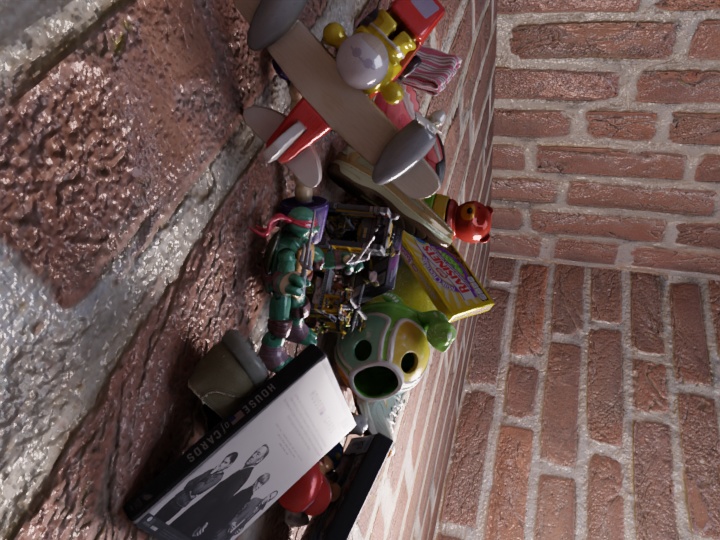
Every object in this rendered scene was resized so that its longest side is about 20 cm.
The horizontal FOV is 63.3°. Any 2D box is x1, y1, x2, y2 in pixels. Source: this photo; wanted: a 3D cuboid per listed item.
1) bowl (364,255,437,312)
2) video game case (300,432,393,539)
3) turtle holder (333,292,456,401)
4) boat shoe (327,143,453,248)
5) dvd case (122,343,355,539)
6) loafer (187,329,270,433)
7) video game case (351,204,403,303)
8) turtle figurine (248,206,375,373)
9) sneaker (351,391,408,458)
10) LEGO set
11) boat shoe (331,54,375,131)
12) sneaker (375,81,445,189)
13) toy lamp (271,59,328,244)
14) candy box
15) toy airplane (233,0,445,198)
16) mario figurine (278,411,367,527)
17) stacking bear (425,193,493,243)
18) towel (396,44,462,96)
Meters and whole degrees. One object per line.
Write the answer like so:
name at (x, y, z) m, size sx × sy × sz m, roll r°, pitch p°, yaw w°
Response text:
bowl at (0.069, 0.028, 1.013) m, size 0.108 × 0.200 × 0.200 m, roll 45°, pitch 36°, yaw -11°
video game case at (-0.031, 0.313, 0.773) m, size 0.200 × 0.025 × 0.181 m, roll -60°, pitch -178°, yaw -21°
turtle holder at (0.050, 0.125, 0.874) m, size 0.132 × 0.185 × 0.141 m, roll -72°, pitch 161°, yaw -60°
boat shoe at (0.056, -0.109, 0.803) m, size 0.076 × 0.200 × 0.072 m, roll -58°, pitch -166°, yaw -8°
dvd case at (-0.095, 0.174, 0.538) m, size 0.200 × 0.025 × 0.151 m, roll -40°, pitch 145°, yaw -19°
loafer at (-0.120, 0.135, 0.564) m, size 0.070 × 0.075 × 0.200 m, roll -32°, pitch 141°, yaw -22°
video game case at (0.032, -0.055, 0.908) m, size 0.143 × 0.019 × 0.201 m, roll 150°, pitch -46°, yaw -66°
turtle figurine at (-0.061, 0.006, 0.630) m, size 0.150 × 0.100 × 0.201 m, roll -26°, pitch 139°, yaw -52°
sneaker at (0.038, 0.212, 0.927) m, size 0.200 × 0.092 × 0.076 m, roll -111°, pitch -171°, yaw -61°
LEGO set at (0.000, 0.000, 0.792) m, size 0.154 × 0.115 × 0.201 m, roll 62°, pitch 38°, yaw -62°
boat shoe at (-0.018, -0.217, 0.727) m, size 0.200 × 0.074 × 0.076 m, roll -11°, pitch 107°, yaw -72°
sneaker at (0.053, -0.194, 0.844) m, size 0.074 × 0.086 × 0.201 m, roll 113°, pitch -45°, yaw -71°
toy lamp at (-0.065, -0.126, 0.641) m, size 0.058 × 0.058 × 0.201 m, roll -51°, pitch 142°, yaw -60°
candy box at (0.123, -0.011, 0.936) m, size 0.102 × 0.200 × 0.026 m, roll -13°, pitch 150°, yaw -37°
toy airplane at (-0.018, -0.169, 0.532) m, size 0.141 × 0.199 × 0.200 m, roll -161°, pitch -107°, yaw -79°
mario figurine at (-0.043, 0.261, 0.770) m, size 0.200 × 0.106 × 0.124 m, roll -28°, pitch 113°, yaw -74°
stacking bear at (0.142, -0.095, 1.080) m, size 0.114 × 0.199 × 0.122 m, roll 66°, pitch 35°, yaw -59°
towel at (0.067, -0.312, 0.846) m, size 0.200 × 0.146 × 0.030 m, roll -58°, pitch 171°, yaw -55°
